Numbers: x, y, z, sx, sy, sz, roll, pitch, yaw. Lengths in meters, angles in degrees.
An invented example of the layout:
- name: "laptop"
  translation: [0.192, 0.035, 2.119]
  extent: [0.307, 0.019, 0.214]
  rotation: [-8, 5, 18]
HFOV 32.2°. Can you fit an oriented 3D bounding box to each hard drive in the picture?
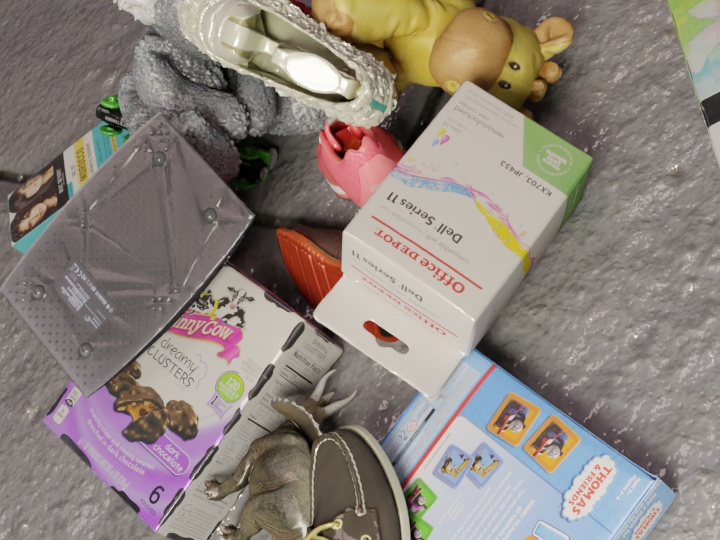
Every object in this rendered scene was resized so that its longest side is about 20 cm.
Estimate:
- name: "hard drive"
  translation: [-0.183, -0.011, 1.002]
  extent: [0.200, 0.042, 0.135]
  rotation: [-46, 74, 8]

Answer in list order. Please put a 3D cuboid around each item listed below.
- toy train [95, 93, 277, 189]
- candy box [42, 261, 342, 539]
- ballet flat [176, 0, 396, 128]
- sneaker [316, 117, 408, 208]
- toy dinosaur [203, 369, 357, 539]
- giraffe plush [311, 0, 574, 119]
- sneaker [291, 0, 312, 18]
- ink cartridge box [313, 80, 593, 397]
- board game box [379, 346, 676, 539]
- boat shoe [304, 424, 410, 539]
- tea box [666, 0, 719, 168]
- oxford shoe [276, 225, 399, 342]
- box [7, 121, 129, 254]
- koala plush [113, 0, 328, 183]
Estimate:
- name: "toy train"
  translation: [-0.164, -0.127, 1.189]
  extent: [0.198, 0.056, 0.042]
  rotation: [22, 120, 22]
- name: "candy box"
  translation: [-0.139, 0.094, 1.024]
  extent: [0.167, 0.072, 0.201]
  rotation: [33, 85, 36]
- name: "ballet flat"
  translation: [-0.062, -0.171, 0.947]
  extent: [0.199, 0.072, 0.072]
  rotation: [27, 78, 14]
- name: "sneaker"
  translation: [-0.001, -0.102, 1.025]
  extent: [0.074, 0.087, 0.200]
  rotation: [-38, 26, -1]
- name: "toy dinosaur"
  translation: [-0.057, 0.167, 0.915]
  extent: [0.102, 0.077, 0.201]
  rotation: [-45, 32, 30]
- name: "giraffe plush"
  translation: [0.072, -0.177, 1.007]
  extent: [0.162, 0.199, 0.174]
  rotation: [39, 124, 31]
- name: "sneaker"
  translation: [-0.061, -0.204, 1.195]
  extent: [0.200, 0.079, 0.096]
  rotation: [36, 114, 40]
- name: "ink cartridge box"
  translation: [0.065, -0.024, 0.893]
  extent: [0.117, 0.067, 0.201]
  rotation: [33, 68, 13]
- name: "board game box"
  translation: [0.090, 0.154, 0.840]
  extent: [0.152, 0.037, 0.200]
  rotation: [-53, 42, -2]
- name: "boat shoe"
  translation: [-0.006, 0.199, 0.830]
  extent: [0.072, 0.060, 0.203]
  rotation: [-34, 59, 42]
- name: "tea box"
  translation: [0.318, -0.131, 0.779]
  extent: [0.199, 0.134, 0.198]
  rotation: [-25, 48, 24]
- name: "oxford shoe"
  translation: [0.000, 0.000, 1.012]
  extent: [0.072, 0.072, 0.199]
  rotation: [-30, 33, -24]
- name: "box"
  translation: [-0.277, -0.096, 1.296]
  extent: [0.199, 0.049, 0.083]
  rotation: [-35, 45, 15]
- name: "koala plush"
  translation: [-0.141, -0.208, 1.079]
  extent: [0.177, 0.202, 0.183]
  rotation: [-33, 44, -31]
